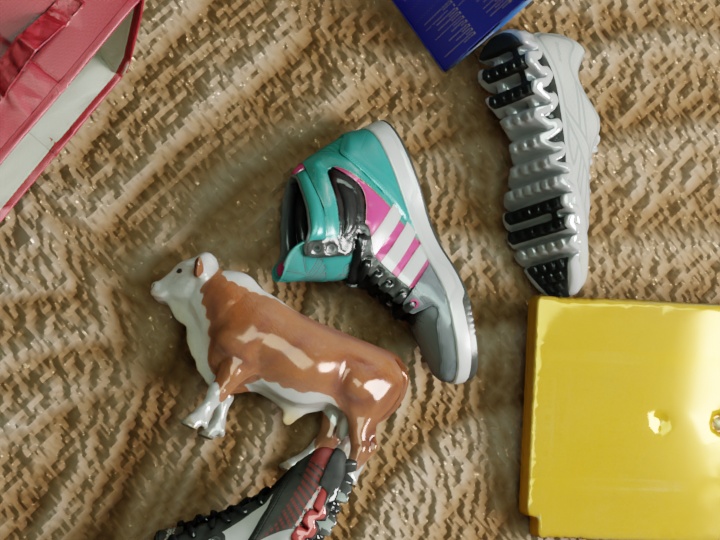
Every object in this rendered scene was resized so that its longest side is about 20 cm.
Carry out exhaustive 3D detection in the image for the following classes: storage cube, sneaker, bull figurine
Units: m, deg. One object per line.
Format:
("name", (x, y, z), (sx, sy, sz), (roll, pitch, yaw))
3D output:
("storage cube", (-0.270, -0.155, 1.606), (0.179, 0.200, 0.171), (38, 75, 1))
("sneaker", (-0.087, 0.191, 1.639), (0.098, 0.071, 0.201), (39, 96, 2))
("sneaker", (0.000, 0.000, 1.701), (0.120, 0.084, 0.201), (-18, 78, -21))
("bull figurine", (-0.064, 0.070, 1.687), (0.199, 0.065, 0.122), (23, 81, -7))
("sneaker", (0.147, -0.081, 1.760), (0.081, 0.075, 0.202), (-9, 91, -40))

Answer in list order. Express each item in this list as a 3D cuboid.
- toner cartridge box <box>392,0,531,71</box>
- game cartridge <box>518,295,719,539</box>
("toner cartridge box", (0.075, -0.214, 1.694), (0.043, 0.200, 0.095), (-38, 92, -17))
("game cartridge", (0.216, 0.110, 1.754), (0.198, 0.032, 0.178), (3, 90, -11))
